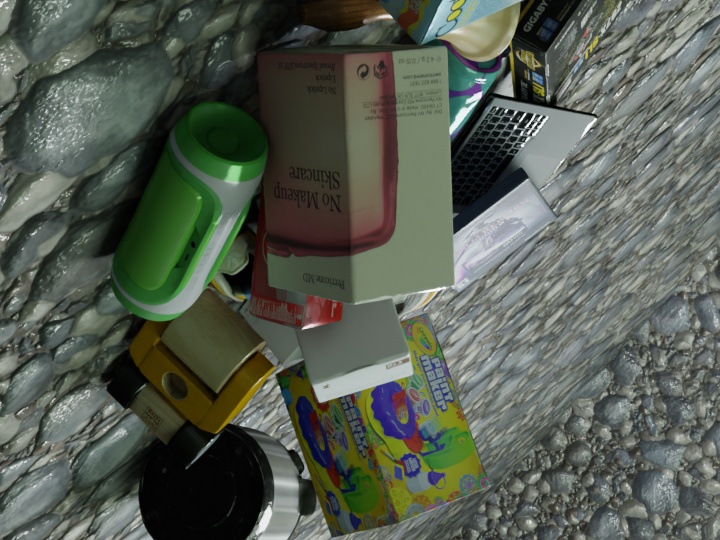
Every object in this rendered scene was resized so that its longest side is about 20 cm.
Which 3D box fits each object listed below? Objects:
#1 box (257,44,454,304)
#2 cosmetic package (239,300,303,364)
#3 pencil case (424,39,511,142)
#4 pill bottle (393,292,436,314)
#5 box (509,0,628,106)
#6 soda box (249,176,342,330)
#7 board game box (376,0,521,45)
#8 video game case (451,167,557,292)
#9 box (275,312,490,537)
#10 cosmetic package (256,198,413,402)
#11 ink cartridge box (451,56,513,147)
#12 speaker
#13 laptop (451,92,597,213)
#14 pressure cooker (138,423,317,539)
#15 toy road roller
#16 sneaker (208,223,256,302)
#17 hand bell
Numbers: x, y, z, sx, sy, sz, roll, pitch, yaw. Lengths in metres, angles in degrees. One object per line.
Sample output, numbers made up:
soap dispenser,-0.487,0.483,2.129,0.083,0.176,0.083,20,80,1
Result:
box,-0.005,-0.083,1.279,0.109,0.128,0.201,-9,102,-36
cosmetic package,-0.045,0.047,1.769,0.051,0.083,0.200,-51,160,26
pencil case,0.059,-0.156,1.508,0.200,0.085,0.093,-55,-158,37
pill bottle,0.000,0.000,1.695,0.116,0.116,0.200,-50,161,25
box,0.222,-0.271,1.568,0.200,0.049,0.160,-55,165,-9
soda box,-0.048,-0.053,1.394,0.070,0.063,0.201,-11,111,-59
board game box,0.100,-0.280,1.270,0.200,0.103,0.105,-28,159,-38
video game case,0.137,-0.040,1.679,0.143,0.019,0.200,-37,164,6
box,0.021,0.175,1.732,0.121,0.201,0.193,-17,173,-27
cosmetic package,-0.025,0.016,1.501,0.101,0.201,0.074,-16,159,-1
ink cartridge box,0.133,-0.206,1.640,0.200,0.057,0.163,-45,170,-48
speaker,-0.147,-0.047,1.318,0.088,0.089,0.200,-24,155,-44
laptop,0.125,-0.077,1.603,0.199,0.116,0.187,8,144,-23
pressure cooker,-0.159,0.274,1.905,0.179,0.176,0.200,-46,163,3
toy road roller,-0.152,0.088,1.583,0.146,0.123,0.200,-42,173,-47
sneaker,-0.118,-0.002,1.478,0.075,0.090,0.200,-42,162,1
hand bell,0.028,-0.224,1.324,0.199,0.104,0.104,-10,146,-37
